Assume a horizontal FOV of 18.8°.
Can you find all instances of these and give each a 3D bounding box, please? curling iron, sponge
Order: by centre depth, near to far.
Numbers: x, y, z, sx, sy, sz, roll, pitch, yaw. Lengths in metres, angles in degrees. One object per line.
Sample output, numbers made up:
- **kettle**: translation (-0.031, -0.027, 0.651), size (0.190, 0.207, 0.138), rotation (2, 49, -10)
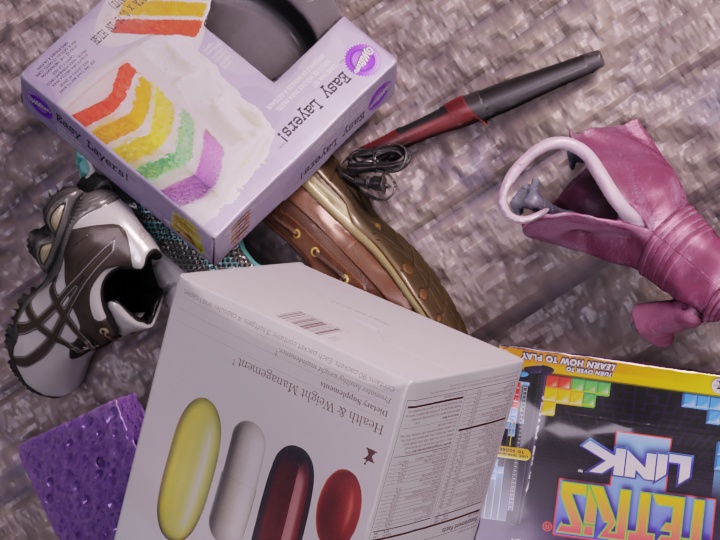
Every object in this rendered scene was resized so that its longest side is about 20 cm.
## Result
- **curling iron**: translation (0.078, -0.103, 1.513), size (0.199, 0.026, 0.050), rotation (-25, 53, 4)
- **sponge**: translation (-0.163, 0.195, 1.559), size (0.111, 0.030, 0.201), rotation (-27, 87, 36)

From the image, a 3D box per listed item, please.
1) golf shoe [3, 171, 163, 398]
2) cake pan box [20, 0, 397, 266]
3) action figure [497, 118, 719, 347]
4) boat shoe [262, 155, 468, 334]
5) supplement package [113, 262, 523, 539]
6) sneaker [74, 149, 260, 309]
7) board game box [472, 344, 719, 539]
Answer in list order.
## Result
- **golf shoe**: translation (-0.188, 0.032, 1.510), size (0.094, 0.078, 0.201), rotation (37, 138, 20)
- **cake pan box**: translation (-0.100, -0.130, 1.489), size (0.184, 0.052, 0.200), rotation (42, 68, 12)
- **action figure**: translation (0.208, -0.024, 1.441), size (0.200, 0.149, 0.134), rotation (39, 94, 21)
- **boat shoe**: translation (0.000, 0.000, 1.519), size (0.068, 0.072, 0.200), rotation (-43, 78, 15)
- **supplement package**: translation (-0.030, 0.123, 1.418), size (0.191, 0.147, 0.201), rotation (23, 106, 31)
- **sneaker**: translation (-0.123, -0.030, 1.548), size (0.091, 0.078, 0.200), rotation (-38, 89, -6)
- **board game box**: translation (0.178, 0.145, 1.465), size (0.199, 0.057, 0.166), rotation (7, 81, 2)
